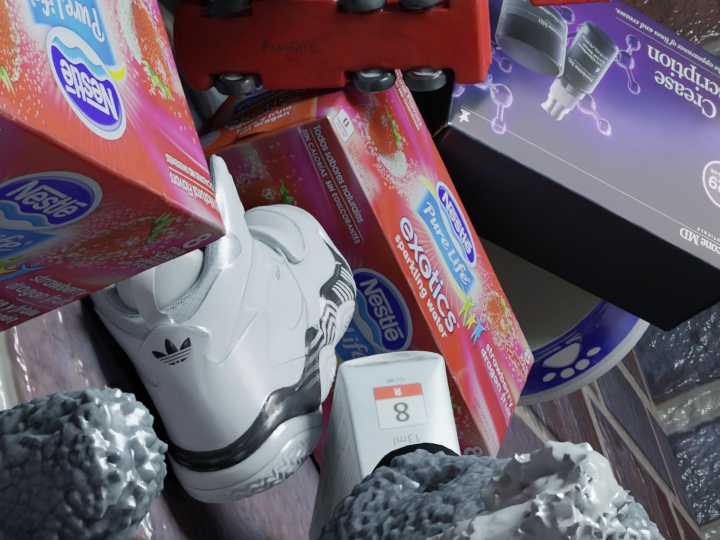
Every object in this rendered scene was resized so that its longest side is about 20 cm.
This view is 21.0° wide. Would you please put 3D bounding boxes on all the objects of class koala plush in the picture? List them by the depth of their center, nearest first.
[{"bbox_3d":[0.006,0.120,0.558,0.177,0.200,0.184,55,17,-49],"label":"koala plush"}]

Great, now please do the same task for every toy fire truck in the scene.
[{"bbox_3d":[0.019,-0.135,0.942,0.141,0.199,0.049,-72,159,-60],"label":"toy fire truck"}]

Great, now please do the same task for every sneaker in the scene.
[{"bbox_3d":[-0.057,-0.003,0.808,0.200,0.075,0.115,-84,153,-60],"label":"sneaker"}]

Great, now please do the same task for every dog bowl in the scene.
[{"bbox_3d":[0.086,-0.022,1.195,0.079,0.200,0.201,44,26,-60],"label":"dog bowl"}]

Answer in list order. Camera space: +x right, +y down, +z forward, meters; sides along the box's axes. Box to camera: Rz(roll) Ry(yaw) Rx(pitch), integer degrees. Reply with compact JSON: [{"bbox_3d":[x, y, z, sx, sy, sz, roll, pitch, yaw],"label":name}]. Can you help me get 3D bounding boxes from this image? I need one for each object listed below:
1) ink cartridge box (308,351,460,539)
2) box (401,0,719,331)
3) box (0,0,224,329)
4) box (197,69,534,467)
[{"bbox_3d":[0.021,0.156,0.767,0.162,0.050,0.200,100,-20,-58],"label":"ink cartridge box"},{"bbox_3d":[0.120,-0.076,1.067,0.200,0.079,0.141,26,58,-21],"label":"box"},{"bbox_3d":[-0.121,-0.054,0.519,0.200,0.095,0.100,31,39,-71],"label":"box"},{"bbox_3d":[0.000,0.000,0.971,0.200,0.095,0.100,64,28,-20],"label":"box"}]
